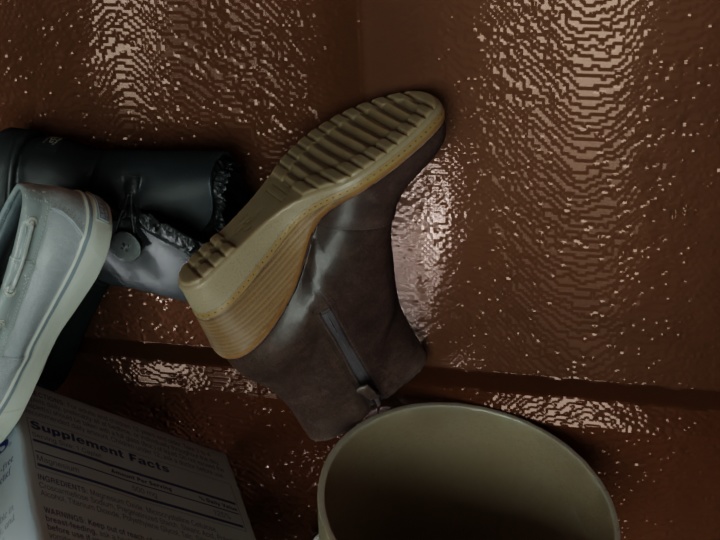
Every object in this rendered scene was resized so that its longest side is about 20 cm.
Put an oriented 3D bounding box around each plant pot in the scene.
[{"bbox_3d":[0.054,0.224,0.826,0.187,0.187,0.200,14,125,8],"label":"plant pot"}]

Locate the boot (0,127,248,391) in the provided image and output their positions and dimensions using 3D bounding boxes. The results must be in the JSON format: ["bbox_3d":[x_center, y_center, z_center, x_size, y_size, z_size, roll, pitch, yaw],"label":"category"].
[{"bbox_3d":[-0.157,0.009,0.824,0.168,0.076,0.200,11,112,14],"label":"boot"}]

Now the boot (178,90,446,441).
[{"bbox_3d":[0.000,0.000,0.789,0.200,0.072,0.166,-39,128,0],"label":"boot"}]

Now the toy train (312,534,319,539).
[{"bbox_3d":[-0.037,0.266,0.893,0.084,0.116,0.200,5,117,5],"label":"toy train"}]

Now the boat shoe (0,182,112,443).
[{"bbox_3d":[-0.225,0.031,0.760,0.071,0.070,0.201,20,111,-37],"label":"boat shoe"}]

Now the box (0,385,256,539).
[{"bbox_3d":[-0.162,0.192,0.804,0.184,0.200,0.105,28,113,-37],"label":"box"}]
